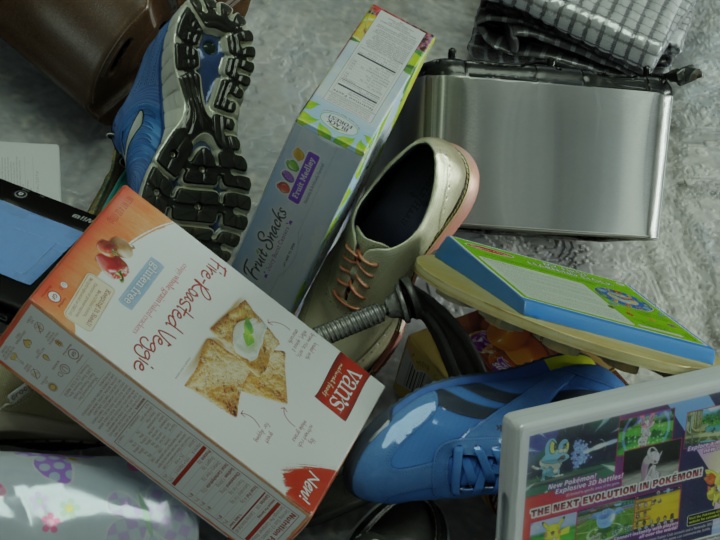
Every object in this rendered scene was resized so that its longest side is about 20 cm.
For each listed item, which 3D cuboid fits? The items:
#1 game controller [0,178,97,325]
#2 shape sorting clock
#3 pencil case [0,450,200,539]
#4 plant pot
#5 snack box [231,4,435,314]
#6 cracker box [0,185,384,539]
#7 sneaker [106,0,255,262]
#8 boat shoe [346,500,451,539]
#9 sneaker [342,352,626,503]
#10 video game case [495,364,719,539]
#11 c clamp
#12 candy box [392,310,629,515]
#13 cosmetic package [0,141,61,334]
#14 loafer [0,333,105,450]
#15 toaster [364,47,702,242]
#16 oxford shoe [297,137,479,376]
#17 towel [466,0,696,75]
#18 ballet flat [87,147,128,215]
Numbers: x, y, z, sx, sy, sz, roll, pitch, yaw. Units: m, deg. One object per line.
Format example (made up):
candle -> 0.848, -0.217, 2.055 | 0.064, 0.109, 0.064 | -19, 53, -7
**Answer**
game controller -> -0.232, -0.019, 1.452 | 0.199, 0.042, 0.104 | 21, 49, 17
shape sorting clock -> 0.127, 0.030, 1.453 | 0.199, 0.039, 0.200 | 19, 12, -4
pencil case -> -0.188, 0.141, 1.354 | 0.199, 0.083, 0.091 | 3, 56, -14
plant pot -> -0.196, -0.220, 1.679 | 0.200, 0.201, 0.198 | -29, 67, -39
snack box -> -0.028, -0.055, 1.530 | 0.053, 0.200, 0.142 | 28, 42, 3
cracker box -> -0.096, 0.058, 1.361 | 0.200, 0.058, 0.134 | 38, 36, -5
sneaker -> -0.119, -0.072, 1.529 | 0.078, 0.089, 0.201 | 18, 68, -27
boat shoe -> 0.009, 0.193, 1.383 | 0.068, 0.057, 0.200 | 23, 42, 7
sneaker -> 0.086, 0.105, 1.415 | 0.199, 0.066, 0.078 | -14, 39, -29
video game case -> 0.166, 0.150, 1.393 | 0.199, 0.183, 0.023 | -10, 26, -27
c clamp -> -0.022, 0.065, 1.448 | 0.199, 0.027, 0.172 | -17, 89, -10
candy box -> 0.124, 0.109, 1.514 | 0.116, 0.057, 0.200 | -17, 50, -30
cosmetic package -> -0.267, -0.004, 1.511 | 0.150, 0.052, 0.201 | 5, 43, -14
loafer -> -0.200, 0.070, 1.403 | 0.199, 0.076, 0.069 | 5, 81, -35
toaster -> 0.111, -0.084, 1.623 | 0.180, 0.119, 0.200 | 3, -1, -15
oxford shoe -> 0.000, 0.000, 1.500 | 0.071, 0.201, 0.074 | 28, 1, 21
towel -> 0.182, -0.218, 1.871 | 0.165, 0.086, 0.200 | 22, 40, 4
ballet flat -> -0.144, -0.058, 1.596 | 0.070, 0.071, 0.200 | 20, 48, 4
